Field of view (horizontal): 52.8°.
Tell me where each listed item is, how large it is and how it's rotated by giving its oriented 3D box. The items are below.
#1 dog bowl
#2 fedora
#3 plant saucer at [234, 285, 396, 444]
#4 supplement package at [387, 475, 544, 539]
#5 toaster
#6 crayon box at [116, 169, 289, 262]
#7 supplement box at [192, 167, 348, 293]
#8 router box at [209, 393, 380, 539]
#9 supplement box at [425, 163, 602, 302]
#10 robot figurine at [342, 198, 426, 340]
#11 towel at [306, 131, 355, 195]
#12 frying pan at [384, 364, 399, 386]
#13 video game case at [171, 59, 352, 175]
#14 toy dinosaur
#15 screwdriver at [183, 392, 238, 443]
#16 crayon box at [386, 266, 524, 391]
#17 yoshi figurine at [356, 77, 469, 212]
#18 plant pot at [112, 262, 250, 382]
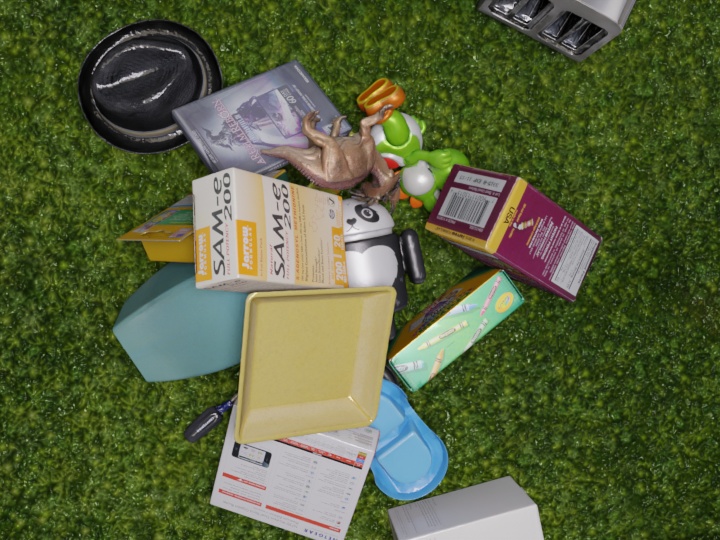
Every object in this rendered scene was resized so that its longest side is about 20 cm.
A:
[{"bbox_3d":[0.040,0.232,1.033,0.111,0.050,0.200,-37,104,1],"label":"dog bowl"},{"bbox_3d":[-0.288,-0.255,0.978,0.199,0.092,0.202,0,93,-6],"label":"fedora"},{"bbox_3d":[-0.064,0.109,0.915,0.199,0.048,0.201,-2,110,-28],"label":"plant saucer"},{"bbox_3d":[0.154,0.395,1.043,0.198,0.121,0.121,-14,94,-5],"label":"supplement package"},{"bbox_3d":[0.277,-0.390,0.983,0.180,0.200,0.119,24,85,-7],"label":"toaster"},{"bbox_3d":[-0.193,-0.065,0.931,0.200,0.125,0.052,-42,125,-43],"label":"crayon box"},{"bbox_3d":[-0.103,-0.038,0.872,0.073,0.199,0.127,-11,80,35],"label":"supplement box"},{"bbox_3d":[-0.094,0.272,0.999,0.199,0.049,0.181,19,115,1],"label":"router box"},{"bbox_3d":[0.210,-0.051,0.985,0.199,0.131,0.104,27,88,-37],"label":"supplement box"},{"bbox_3d":[-0.001,0.000,1.005,0.150,0.124,0.202,-14,95,-45],"label":"robot figurine"},{"bbox_3d":[-0.065,-0.105,1.017,0.018,0.086,0.200,40,88,19],"label":"towel"},{"bbox_3d":[-0.002,0.222,1.067,0.114,0.031,0.192,9,89,-5],"label":"frying pan"},{"bbox_3d":[-0.132,-0.200,0.979,0.199,0.019,0.143,-29,69,-23],"label":"video game case"},{"bbox_3d":[-0.020,-0.133,0.927,0.199,0.086,0.137,-10,95,-27],"label":"toy dinosaur"},{"bbox_3d":[-0.172,0.179,1.042,0.200,0.028,0.029,-37,67,0],"label":"screwdriver"},{"bbox_3d":[0.124,0.078,1.026,0.200,0.119,0.058,-38,96,-4],"label":"crayon box"},{"bbox_3d":[0.086,-0.176,1.014,0.200,0.111,0.113,55,52,-27],"label":"yoshi figurine"},{"bbox_3d":[-0.215,0.053,0.967,0.199,0.141,0.142,-25,113,3],"label":"plant pot"}]
